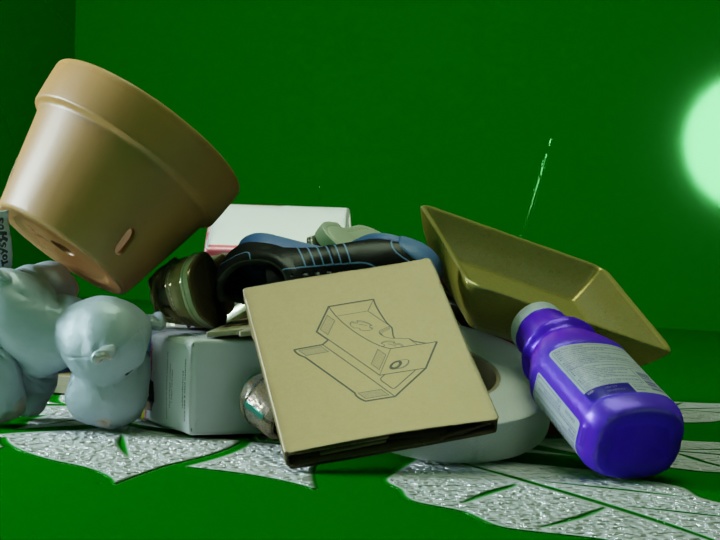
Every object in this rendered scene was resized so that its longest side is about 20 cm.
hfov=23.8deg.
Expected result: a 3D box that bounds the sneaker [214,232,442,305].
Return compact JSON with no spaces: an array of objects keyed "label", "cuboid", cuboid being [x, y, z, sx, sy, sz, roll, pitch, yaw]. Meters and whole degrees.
[{"label":"sneaker","cuboid":[-0.031,0.010,1.499,0.199,0.070,0.078,1,28,19]}]

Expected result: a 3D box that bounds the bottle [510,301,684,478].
[{"label":"bottle","cuboid":[0.174,0.087,1.328,0.083,0.065,0.200,2,24,-20]}]

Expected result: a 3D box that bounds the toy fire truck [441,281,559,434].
[{"label":"toy fire truck","cuboid":[0.111,0.075,1.592,0.200,0.112,0.168,26,19,8]}]

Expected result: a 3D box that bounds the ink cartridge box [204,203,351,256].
[{"label":"ink cartridge box","cuboid":[-0.081,0.033,1.772,0.145,0.200,0.085,2,39,2]}]

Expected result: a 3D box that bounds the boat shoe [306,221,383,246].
[{"label":"boat shoe","cuboid":[-0.002,-0.002,1.644,0.072,0.060,0.202,44,14,21]}]

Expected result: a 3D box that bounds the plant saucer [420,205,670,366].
[{"label":"plant saucer","cuboid":[0.152,0.023,1.518,0.200,0.049,0.200,19,17,-17]}]

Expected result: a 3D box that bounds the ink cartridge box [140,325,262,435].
[{"label":"ink cartridge box","cuboid":[-0.124,0.096,1.546,0.144,0.084,0.200,1,2,-27]}]

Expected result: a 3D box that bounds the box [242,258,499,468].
[{"label":"box","cuboid":[0.004,0.068,1.341,0.163,0.021,0.200,-9,38,-8]}]

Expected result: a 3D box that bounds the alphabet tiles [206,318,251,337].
[{"label":"alphabet tiles","cuboid":[-0.041,0.042,1.498,0.166,0.006,0.200,-6,2,6]}]

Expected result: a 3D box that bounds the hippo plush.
[{"label":"hippo plush","cuboid":[-0.246,0.051,1.494,0.160,0.200,0.159,10,25,18]}]

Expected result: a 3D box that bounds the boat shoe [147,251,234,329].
[{"label":"boat shoe","cuboid":[-0.159,0.023,1.557,0.066,0.074,0.200,-12,-1,3]}]

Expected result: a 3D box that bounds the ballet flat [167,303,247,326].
[{"label":"ballet flat","cuboid":[-0.155,0.060,1.696,0.200,0.067,0.067,-31,-37,18]}]

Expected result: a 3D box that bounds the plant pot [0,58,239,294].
[{"label":"plant pot","cuboid":[-0.227,-0.072,1.532,0.200,0.140,0.200,31,-14,9]}]

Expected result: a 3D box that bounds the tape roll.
[{"label":"tape roll","cuboid":[0.058,0.095,1.401,0.202,0.037,0.203,7,22,-3]}]

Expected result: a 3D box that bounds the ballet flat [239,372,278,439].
[{"label":"ballet flat","cuboid":[-0.004,0.119,1.456,0.200,0.068,0.067,-4,23,-26]}]

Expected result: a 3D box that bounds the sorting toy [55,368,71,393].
[{"label":"sorting toy","cuboid":[-0.292,0.092,1.874,0.199,0.070,0.199,2,1,2]}]
